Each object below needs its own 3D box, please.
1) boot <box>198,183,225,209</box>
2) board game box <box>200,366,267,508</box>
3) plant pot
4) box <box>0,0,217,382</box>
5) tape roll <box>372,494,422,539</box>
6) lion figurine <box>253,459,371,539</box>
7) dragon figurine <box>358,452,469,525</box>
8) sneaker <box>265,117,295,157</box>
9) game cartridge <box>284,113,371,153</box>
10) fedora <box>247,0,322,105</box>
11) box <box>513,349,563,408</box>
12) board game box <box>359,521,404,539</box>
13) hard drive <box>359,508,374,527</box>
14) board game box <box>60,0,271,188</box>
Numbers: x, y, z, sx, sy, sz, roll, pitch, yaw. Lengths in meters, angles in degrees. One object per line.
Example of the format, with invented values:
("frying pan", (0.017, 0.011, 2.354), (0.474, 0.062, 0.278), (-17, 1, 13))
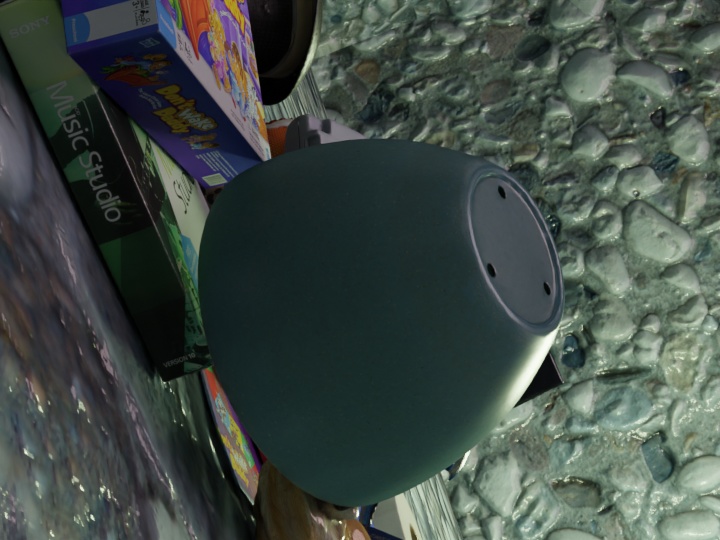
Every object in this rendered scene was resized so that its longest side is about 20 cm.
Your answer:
("boot", (-0.120, -0.143, 0.797), (0.201, 0.072, 0.152), (-94, 163, -64))
("board game box", (-0.056, 0.095, 0.751), (0.201, 0.038, 0.159), (66, 6, -50))
("plant pot", (0.029, 0.011, 0.611), (0.199, 0.134, 0.203), (31, 47, -41))
("box", (-0.123, -0.061, 0.607), (0.145, 0.036, 0.202), (-100, 168, -68))
("tape roll", (0.054, 0.330, 1.221), (0.203, 0.037, 0.206), (-20, 91, -87))
("lion figurine", (-0.019, 0.179, 0.703), (0.200, 0.071, 0.124), (80, -6, -70))
("dragon figurine", (0.058, 0.128, 0.903), (0.059, 0.098, 0.203), (75, 28, -64))
("sneaker", (-0.023, -0.043, 0.900), (0.199, 0.072, 0.078), (28, 47, -45))
("game cartridge", (0.000, 0.000, 0.825), (0.132, 0.040, 0.203), (16, 65, -49))
("fedora", (-0.117, -0.241, 0.996), (0.199, 0.091, 0.204), (11, -76, 52))
("box", (0.060, 0.095, 1.051), (0.200, 0.194, 0.125), (95, -28, -79))
("board game box", (0.044, 0.290, 0.825), (0.135, 0.034, 0.203), (-4, -72, 64))
("hard drive", (-0.006, 0.225, 0.953), (0.132, 0.025, 0.202), (-99, 169, -71))
("board game box", (-0.100, -0.139, 0.598), (0.200, 0.044, 0.137), (51, 27, -74))
